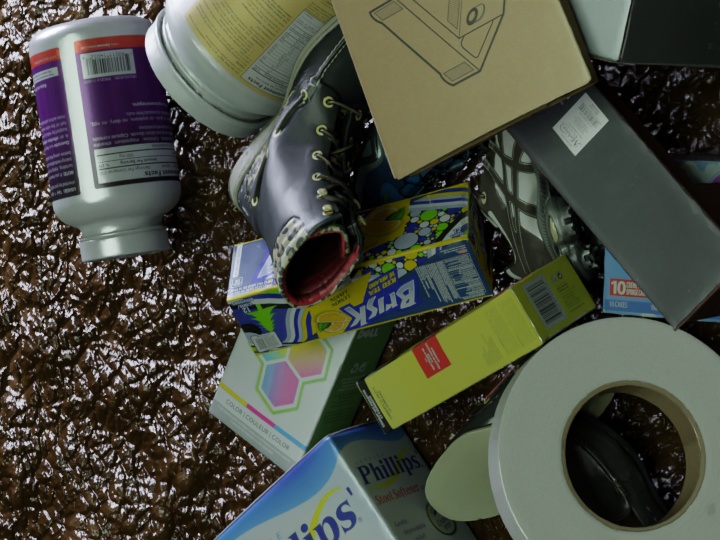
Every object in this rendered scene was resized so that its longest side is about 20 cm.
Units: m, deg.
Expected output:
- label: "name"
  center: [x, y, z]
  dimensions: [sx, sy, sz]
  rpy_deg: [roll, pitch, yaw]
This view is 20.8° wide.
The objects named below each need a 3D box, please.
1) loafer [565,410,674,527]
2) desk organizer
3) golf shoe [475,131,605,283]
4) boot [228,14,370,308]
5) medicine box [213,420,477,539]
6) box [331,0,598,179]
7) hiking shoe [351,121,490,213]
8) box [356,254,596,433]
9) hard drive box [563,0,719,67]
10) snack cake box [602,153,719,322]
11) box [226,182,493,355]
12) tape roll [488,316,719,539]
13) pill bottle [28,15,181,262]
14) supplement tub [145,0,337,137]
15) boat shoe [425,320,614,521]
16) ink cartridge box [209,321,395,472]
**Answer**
- label: "loafer"
  center: [0.179, 0.173, 1.432]
  dimensions: [0.200, 0.072, 0.073]
  rpy_deg: [42, 122, 5]
- label: "desk organizer"
  center: [0.192, -0.059, 1.350]
  dimensions: [0.072, 0.077, 0.200]
  rpy_deg: [-48, 68, 27]
- label: "golf shoe"
  center: [0.116, -0.081, 1.466]
  dimensions: [0.094, 0.078, 0.201]
  rpy_deg: [-13, 97, 38]
- label: "boot"
  center: [-0.018, -0.085, 1.465]
  dimensions: [0.204, 0.073, 0.154]
  rpy_deg: [-54, 34, 23]
- label: "medicine box"
  center: [-0.002, 0.255, 1.576]
  dimensions: [0.182, 0.103, 0.201]
  rpy_deg: [-44, 71, 29]
- label: "box"
  center: [0.056, -0.184, 1.304]
  dimensions: [0.163, 0.021, 0.201]
  rpy_deg: [-26, 79, 34]
- label: "hiking shoe"
  center: [0.057, -0.100, 1.520]
  dimensions: [0.086, 0.074, 0.201]
  rpy_deg: [32, 111, 28]
- label: "box"
  center: [0.084, 0.058, 1.484]
  dimensions: [0.200, 0.075, 0.050]
  rpy_deg: [-34, 87, 48]
- label: "hard drive box"
  center: [0.165, -0.195, 1.362]
  dimensions: [0.155, 0.199, 0.077]
  rpy_deg: [19, 105, 30]
- label: "snack cake box"
  center: [0.274, -0.023, 1.384]
  dimensions: [0.199, 0.067, 0.116]
  rpy_deg: [4, 97, 34]
- label: "box"
  center: [0.000, 0.000, 1.515]
  dimensions: [0.199, 0.070, 0.065]
  rpy_deg: [-14, 128, 15]
- label: "tape roll"
  center: [0.191, 0.135, 1.396]
  dimensions: [0.037, 0.201, 0.204]
  rpy_deg: [128, 122, -74]
- label: "pill bottle"
  center: [-0.216, -0.112, 1.681]
  dimensions: [0.112, 0.112, 0.202]
  rpy_deg: [-9, 90, 34]
- label: "supplement tub"
  center: [-0.063, -0.215, 1.547]
  dimensions: [0.200, 0.145, 0.146]
  rpy_deg: [-42, 72, 30]
- label: "boat shoe"
  center: [0.126, 0.119, 1.504]
  dimensions: [0.074, 0.063, 0.202]
  rpy_deg: [38, 119, -8]
- label: "ink cartridge box"
  center: [-0.040, 0.056, 1.608]
  dimensions: [0.104, 0.059, 0.201]
  rpy_deg: [34, 112, 28]
